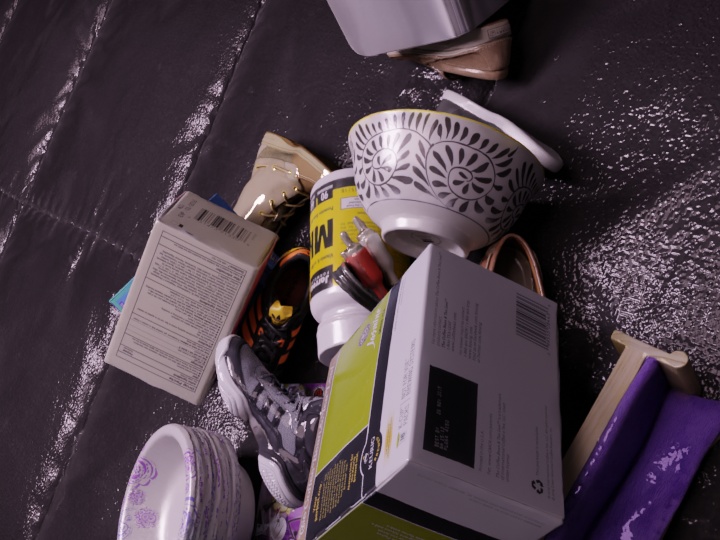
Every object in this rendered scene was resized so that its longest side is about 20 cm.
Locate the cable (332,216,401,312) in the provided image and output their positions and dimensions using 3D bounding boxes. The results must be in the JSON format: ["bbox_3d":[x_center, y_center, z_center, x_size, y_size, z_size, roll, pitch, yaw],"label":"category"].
[{"bbox_3d":[0.043,0.037,0.867,0.050,0.097,0.200,-42,88,23],"label":"cable"}]

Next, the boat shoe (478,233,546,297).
[{"bbox_3d":[0.143,0.057,0.825,0.075,0.072,0.202,-5,62,-3],"label":"boat shoe"}]

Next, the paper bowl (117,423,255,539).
[{"bbox_3d":[-0.195,0.284,1.013,0.200,0.104,0.203,-31,50,46],"label":"paper bowl"}]

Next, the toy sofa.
[{"bbox_3d":[0.207,0.159,0.702,0.097,0.083,0.201,26,79,37],"label":"toy sofa"}]

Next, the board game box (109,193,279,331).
[{"bbox_3d":[-0.198,0.025,1.122,0.200,0.152,0.045,-40,10,21],"label":"board game box"}]

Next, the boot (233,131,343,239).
[{"bbox_3d":[-0.096,-0.082,1.124,0.199,0.073,0.157,32,94,47],"label":"boot"}]

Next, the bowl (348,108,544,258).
[{"bbox_3d":[0.074,-0.067,0.868,0.199,0.200,0.095,-1,68,42],"label":"bowl"}]

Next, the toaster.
[{"bbox_3d":[0.081,-0.341,0.992,0.199,0.119,0.181,-1,36,42],"label":"toaster"}]

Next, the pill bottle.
[{"bbox_3d":[0.000,0.000,0.970,0.114,0.114,0.202,-21,58,35],"label":"pill bottle"}]

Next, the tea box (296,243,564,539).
[{"bbox_3d":[0.055,0.129,0.721,0.197,0.133,0.201,-49,23,45],"label":"tea box"}]

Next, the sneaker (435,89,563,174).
[{"bbox_3d":[0.129,-0.116,0.939,0.100,0.070,0.200,-58,39,8],"label":"sneaker"}]

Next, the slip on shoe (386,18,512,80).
[{"bbox_3d":[0.101,-0.250,1.028,0.199,0.076,0.061,11,121,52],"label":"slip on shoe"}]

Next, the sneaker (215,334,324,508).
[{"bbox_3d":[-0.074,0.142,0.950,0.113,0.075,0.201,-32,74,18],"label":"sneaker"}]

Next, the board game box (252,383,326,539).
[{"bbox_3d":[-0.060,0.227,0.988,0.119,0.032,0.202,-6,68,36],"label":"board game box"}]

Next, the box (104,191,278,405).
[{"bbox_3d":[-0.197,0.032,1.039,0.109,0.127,0.201,-72,8,-65],"label":"box"}]

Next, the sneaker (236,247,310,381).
[{"bbox_3d":[-0.103,0.064,1.023,0.090,0.069,0.202,139,154,-82],"label":"sneaker"}]
